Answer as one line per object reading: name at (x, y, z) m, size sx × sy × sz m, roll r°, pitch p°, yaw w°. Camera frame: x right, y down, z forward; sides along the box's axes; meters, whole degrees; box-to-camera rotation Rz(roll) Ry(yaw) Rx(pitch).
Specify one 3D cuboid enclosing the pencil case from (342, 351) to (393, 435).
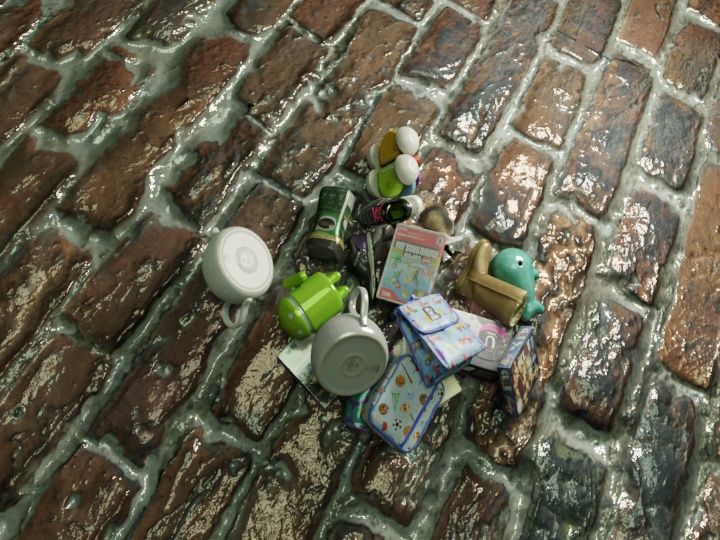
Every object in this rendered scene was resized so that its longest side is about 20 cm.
pencil case at (0.021, 0.286, 1.296) m, size 0.089 × 0.085 × 0.207 m, roll 15°, pitch 79°, yaw 5°

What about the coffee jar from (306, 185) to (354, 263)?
coffee jar at (-0.082, -0.123, 1.451) m, size 0.100 × 0.086 × 0.207 m, roll 8°, pitch 67°, yaw 12°

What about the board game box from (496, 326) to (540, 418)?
board game box at (0.401, 0.250, 1.330) m, size 0.199 × 0.034 × 0.140 m, roll -38°, pitch 118°, yaw -49°

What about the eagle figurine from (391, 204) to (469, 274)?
eagle figurine at (0.194, -0.093, 1.459) m, size 0.150 × 0.151 × 0.203 m, roll -38°, pitch 72°, yaw 16°

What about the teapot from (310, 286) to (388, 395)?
teapot at (-0.033, 0.171, 1.220) m, size 0.195 × 0.201 × 0.147 m, roll -29°, pitch 33°, yaw 0°

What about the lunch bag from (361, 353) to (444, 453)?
lunch bag at (0.107, 0.307, 1.237) m, size 0.159 × 0.075 × 0.202 m, roll 40°, pitch 70°, yaw -7°

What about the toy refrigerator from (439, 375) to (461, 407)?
toy refrigerator at (0.153, 0.330, 1.324) m, size 0.195 × 0.076 × 0.071 m, roll -28°, pitch 75°, yaw -18°

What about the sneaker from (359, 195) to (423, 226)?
sneaker at (0.071, -0.161, 1.447) m, size 0.194 × 0.087 × 0.077 m, roll -7°, pitch 99°, yaw 31°

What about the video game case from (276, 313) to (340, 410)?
video game case at (-0.086, 0.215, 1.351) m, size 0.181 × 0.036 × 0.200 m, roll 42°, pitch 69°, yaw 8°

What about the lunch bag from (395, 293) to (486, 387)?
lunch bag at (0.175, 0.146, 1.256) m, size 0.147 × 0.095 × 0.203 m, roll -16°, pitch 63°, yaw -38°

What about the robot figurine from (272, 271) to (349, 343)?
robot figurine at (-0.122, 0.087, 1.315) m, size 0.198 × 0.115 × 0.179 m, roll -36°, pitch 102°, yaw -19°

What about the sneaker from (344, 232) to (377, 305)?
sneaker at (0.000, 0.000, 1.439) m, size 0.084 × 0.076 × 0.207 m, roll -7°, pitch 66°, yaw 5°

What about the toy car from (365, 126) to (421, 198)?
toy car at (0.112, -0.294, 1.528) m, size 0.147 × 0.172 × 0.208 m, roll 22°, pitch 61°, yaw -39°

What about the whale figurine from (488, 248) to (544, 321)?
whale figurine at (0.441, 0.033, 1.465) m, size 0.154 × 0.104 × 0.205 m, roll -21°, pitch 73°, yaw -16°

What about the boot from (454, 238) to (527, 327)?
boot at (0.363, 0.029, 1.405) m, size 0.198 × 0.065 × 0.180 m, roll 30°, pitch 96°, yaw 47°

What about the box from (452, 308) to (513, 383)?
box at (0.281, 0.192, 1.374) m, size 0.193 × 0.115 × 0.137 m, roll 17°, pitch 68°, yaw -2°

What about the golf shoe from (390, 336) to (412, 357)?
golf shoe at (0.119, 0.202, 1.370) m, size 0.088 × 0.076 × 0.207 m, roll 13°, pitch 67°, yaw 0°

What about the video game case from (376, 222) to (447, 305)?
video game case at (0.132, -0.010, 1.367) m, size 0.138 × 0.017 × 0.207 m, roll 14°, pitch 81°, yaw 21°

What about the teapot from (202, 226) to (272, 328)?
teapot at (-0.324, 0.004, 1.334) m, size 0.198 × 0.144 × 0.203 m, roll 48°, pitch 40°, yaw -20°

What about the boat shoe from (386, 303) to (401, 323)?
boat shoe at (0.113, 0.051, 1.427) m, size 0.068 × 0.084 × 0.203 m, roll 40°, pitch 53°, yaw -11°
